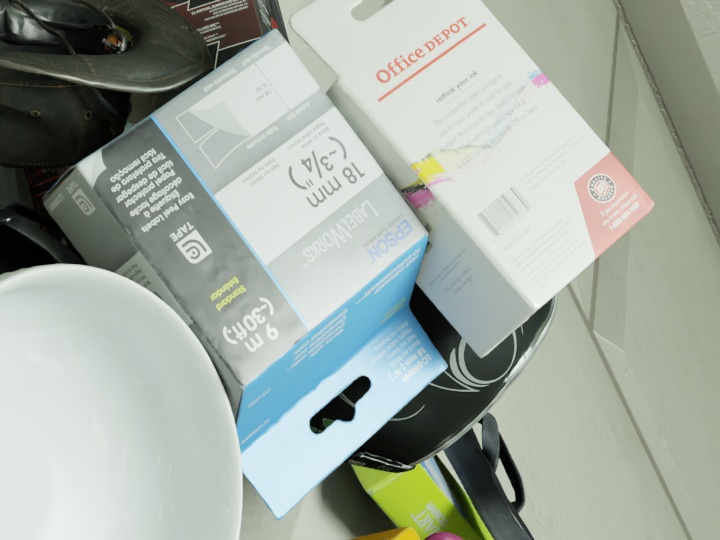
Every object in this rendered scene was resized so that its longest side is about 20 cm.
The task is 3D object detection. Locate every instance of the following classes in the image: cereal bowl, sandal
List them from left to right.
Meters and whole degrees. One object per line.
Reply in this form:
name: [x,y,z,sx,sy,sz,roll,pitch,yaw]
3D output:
cereal bowl: [-0.149,0.099,0.807,0.199,0.083,0.202,6,81,-48]
sandal: [-0.150,0.001,0.916,0.200,0.043,0.076,31,21,-40]
sandal: [0.096,0.145,1.279,0.076,0.043,0.200,54,3,-27]

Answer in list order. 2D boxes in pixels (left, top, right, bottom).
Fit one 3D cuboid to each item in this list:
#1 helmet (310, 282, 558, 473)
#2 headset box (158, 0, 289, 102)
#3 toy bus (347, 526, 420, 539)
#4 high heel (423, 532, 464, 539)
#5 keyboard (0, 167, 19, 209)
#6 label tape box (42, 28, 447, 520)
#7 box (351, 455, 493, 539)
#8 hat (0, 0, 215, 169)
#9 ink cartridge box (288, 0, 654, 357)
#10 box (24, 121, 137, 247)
helmet: [0.000,0.000,1.061,0.191,0.200,0.200,44,28,-15]
headset box: [-0.090,-0.149,1.190,0.149,0.074,0.202,58,16,-71]
toy bus: [-0.014,0.197,0.922,0.200,0.065,0.079,-47,121,-69]
high heel: [0.071,0.217,1.164,0.097,0.067,0.201,-85,164,-50]
keyboard: [-0.194,0.003,0.935,0.056,0.011,0.202,25,48,-56]
label tape box: [-0.042,0.000,0.904,0.144,0.063,0.201,-39,94,-33]
box: [0.038,0.153,1.283,0.200,0.047,0.122,53,3,-38]
hat: [-0.178,-0.100,0.926,0.201,0.199,0.082,-54,162,-66]
ink cartridge box: [0.048,-0.070,0.969,0.116,0.068,0.200,-37,85,-35]
box: [-0.127,0.011,1.049,0.137,0.040,0.202,-2,74,-69]
